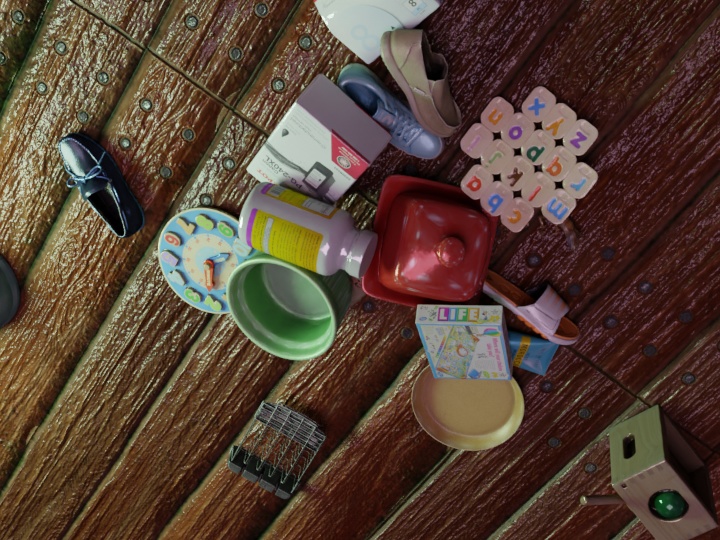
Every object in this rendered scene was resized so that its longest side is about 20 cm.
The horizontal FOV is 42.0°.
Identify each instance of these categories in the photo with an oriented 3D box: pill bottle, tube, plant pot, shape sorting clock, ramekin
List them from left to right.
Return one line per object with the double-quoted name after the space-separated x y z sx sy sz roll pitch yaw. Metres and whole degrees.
-0.755 0.053 1.734 0.199 0.134 0.202 5 117 10 "plant pot"
-0.262 -0.015 1.636 0.198 0.039 0.201 5 117 10 "shape sorting clock"
-0.111 0.039 1.544 0.199 0.098 0.201 14 128 18 "ramekin"
-0.078 -0.056 1.430 0.199 0.104 0.105 21 120 12 "pill bottle"
0.190 0.229 1.658 0.198 0.028 0.202 5 117 10 "plant pot"
0.229 0.122 1.588 0.198 0.051 0.078 16 134 -1 "tube"

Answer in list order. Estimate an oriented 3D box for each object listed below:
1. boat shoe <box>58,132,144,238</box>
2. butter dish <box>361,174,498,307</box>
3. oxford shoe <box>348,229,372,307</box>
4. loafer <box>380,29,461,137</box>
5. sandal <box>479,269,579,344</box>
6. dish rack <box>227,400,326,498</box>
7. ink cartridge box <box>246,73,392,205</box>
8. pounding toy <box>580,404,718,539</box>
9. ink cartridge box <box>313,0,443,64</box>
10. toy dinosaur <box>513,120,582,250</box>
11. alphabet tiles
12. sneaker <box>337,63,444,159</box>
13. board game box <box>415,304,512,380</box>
-0.441 -0.146 1.596 0.084 0.069 0.200 -35 104 26 "boat shoe"
0.121 -0.033 1.430 0.198 0.148 0.201 12 94 -12 "butter dish"
0.000 0.000 1.560 0.070 0.075 0.200 32 119 -4 "oxford shoe"
0.101 -0.272 1.368 0.068 0.076 0.200 -12 140 32 "loafer"
0.276 0.045 1.515 0.206 0.079 0.059 33 122 -2 "sandal"
-0.156 0.334 1.779 0.153 0.055 0.201 28 117 -3 "dish rack"
-0.067 -0.179 1.440 0.145 0.084 0.200 39 142 -7 "ink cartridge box"
0.474 0.352 1.552 0.142 0.200 0.184 -35 104 26 "pounding toy"
-0.006 -0.403 1.321 0.199 0.048 0.160 34 140 -25 "ink cartridge box"
0.285 -0.122 1.453 0.106 0.060 0.201 -24 110 -7 "toy dinosaur"
0.252 -0.166 1.411 0.200 0.015 0.196 40 104 10 "alphabet tiles"
0.041 -0.230 1.431 0.199 0.082 0.074 36 120 -6 "sneaker"
0.171 0.119 1.513 0.133 0.034 0.200 1 149 14 "board game box"
